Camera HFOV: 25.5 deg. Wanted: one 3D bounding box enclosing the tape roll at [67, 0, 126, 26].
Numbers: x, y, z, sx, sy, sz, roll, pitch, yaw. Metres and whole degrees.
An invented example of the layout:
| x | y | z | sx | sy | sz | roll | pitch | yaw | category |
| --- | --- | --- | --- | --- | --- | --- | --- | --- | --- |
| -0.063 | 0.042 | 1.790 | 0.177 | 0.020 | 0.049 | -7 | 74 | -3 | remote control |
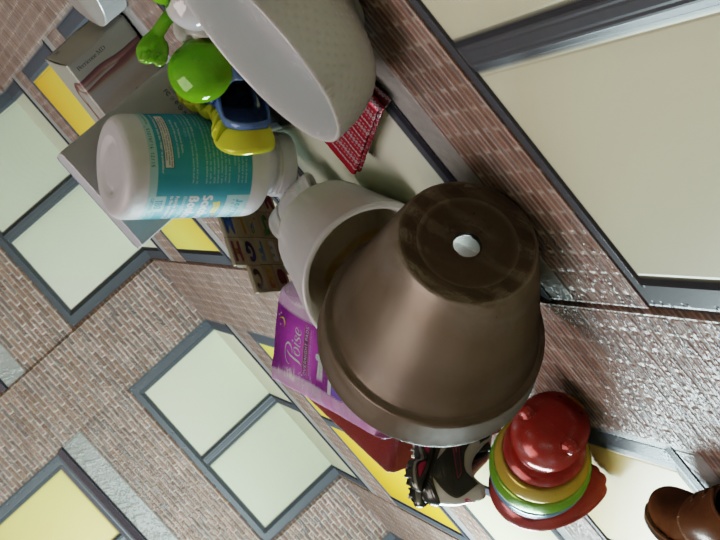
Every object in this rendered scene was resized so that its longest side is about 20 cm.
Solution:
| x | y | z | sx | sy | sz | roll | pitch | yaw | category |
| --- | --- | --- | --- | --- | --- | --- | --- | --- | --- |
| -0.354 | -0.377 | 1.876 | 0.203 | 0.037 | 0.203 | 46 | 169 | 12 | tape roll |

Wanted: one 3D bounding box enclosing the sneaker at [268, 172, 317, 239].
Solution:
| x | y | z | sx | sy | sz | roll | pitch | yaw | category |
| --- | --- | --- | --- | --- | --- | --- | --- | --- | --- |
| 0.001 | -0.027 | 1.687 | 0.200 | 0.075 | 0.089 | 34 | 124 | -1 | sneaker |

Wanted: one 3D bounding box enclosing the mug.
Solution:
| x | y | z | sx | sy | sz | roll | pitch | yaw | category |
| --- | --- | --- | --- | --- | --- | --- | --- | --- | --- |
| -0.008 | -0.002 | 1.581 | 0.153 | 0.149 | 0.187 | -137 | 33 | -60 | mug |

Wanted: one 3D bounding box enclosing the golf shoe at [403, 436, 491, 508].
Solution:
| x | y | z | sx | sy | sz | roll | pitch | yaw | category |
| --- | --- | --- | --- | --- | --- | --- | --- | --- | --- |
| 0.108 | 0.175 | 1.749 | 0.088 | 0.201 | 0.077 | 3 | 143 | 15 | golf shoe |

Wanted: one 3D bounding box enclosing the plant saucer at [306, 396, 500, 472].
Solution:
| x | y | z | sx | sy | sz | roll | pitch | yaw | category |
| --- | --- | --- | --- | --- | --- | --- | --- | --- | --- |
| 0.042 | 0.142 | 1.882 | 0.200 | 0.200 | 0.037 | 40 | 127 | 32 | plant saucer |

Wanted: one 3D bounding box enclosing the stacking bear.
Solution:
| x | y | z | sx | sy | sz | roll | pitch | yaw | category |
| --- | --- | --- | --- | --- | --- | --- | --- | --- | --- |
| 0.186 | 0.184 | 1.605 | 0.121 | 0.114 | 0.200 | 43 | 163 | 19 | stacking bear |

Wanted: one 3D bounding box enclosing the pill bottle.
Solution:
| x | y | z | sx | sy | sz | roll | pitch | yaw | category |
| --- | --- | --- | --- | --- | --- | --- | --- | --- | --- |
| -0.170 | -0.111 | 1.683 | 0.111 | 0.199 | 0.111 | 12 | 104 | 63 | pill bottle |

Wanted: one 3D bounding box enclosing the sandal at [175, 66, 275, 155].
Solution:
| x | y | z | sx | sy | sz | roll | pitch | yaw | category |
| --- | --- | --- | --- | --- | --- | --- | --- | --- | --- |
| -0.135 | -0.192 | 1.637 | 0.200 | 0.079 | 0.087 | 44 | 134 | 52 | sandal |

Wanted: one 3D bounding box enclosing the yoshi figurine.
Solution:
| x | y | z | sx | sy | sz | roll | pitch | yaw | category |
| --- | --- | --- | --- | --- | --- | --- | --- | --- | --- |
| -0.150 | -0.220 | 1.459 | 0.112 | 0.112 | 0.200 | 44 | 170 | 18 | yoshi figurine |

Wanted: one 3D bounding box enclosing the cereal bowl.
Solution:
| x | y | z | sx | sy | sz | roll | pitch | yaw | category |
| --- | --- | --- | --- | --- | --- | --- | --- | --- | --- |
| -0.057 | -0.201 | 1.251 | 0.200 | 0.083 | 0.200 | 46 | 168 | 12 | cereal bowl |

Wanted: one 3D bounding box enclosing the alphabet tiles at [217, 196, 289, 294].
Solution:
| x | y | z | sx | sy | sz | roll | pitch | yaw | category |
| --- | --- | --- | --- | --- | --- | --- | --- | --- | --- |
| -0.131 | -0.068 | 1.846 | 0.166 | 0.006 | 0.201 | 1 | -110 | -70 | alphabet tiles |

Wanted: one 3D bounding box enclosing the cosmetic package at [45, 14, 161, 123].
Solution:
| x | y | z | sx | sy | sz | roll | pitch | yaw | category |
| --- | --- | --- | --- | --- | --- | --- | --- | --- | --- |
| -0.290 | -0.218 | 2.007 | 0.200 | 0.103 | 0.087 | 52 | 166 | -29 | cosmetic package |

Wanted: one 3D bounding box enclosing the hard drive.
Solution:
| x | y | z | sx | sy | sz | roll | pitch | yaw | category |
| --- | --- | --- | --- | --- | --- | --- | --- | --- | --- |
| -0.215 | -0.138 | 1.748 | 0.132 | 0.200 | 0.025 | 49 | 156 | -6 | hard drive |

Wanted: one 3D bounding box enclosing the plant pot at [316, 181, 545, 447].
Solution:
| x | y | z | sx | sy | sz | roll | pitch | yaw | category |
| --- | --- | --- | --- | --- | --- | --- | --- | --- | --- |
| 0.072 | 0.022 | 1.325 | 0.200 | 0.200 | 0.174 | 44 | 152 | 15 | plant pot |

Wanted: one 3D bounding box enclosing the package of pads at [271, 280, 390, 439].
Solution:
| x | y | z | sx | sy | sz | roll | pitch | yaw | category |
| --- | --- | --- | --- | --- | --- | --- | --- | --- | --- |
| -0.013 | 0.093 | 1.745 | 0.200 | 0.075 | 0.121 | 25 | 115 | 47 | package of pads |

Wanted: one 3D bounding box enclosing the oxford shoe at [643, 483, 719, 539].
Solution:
| x | y | z | sx | sy | sz | roll | pitch | yaw | category |
| --- | --- | --- | --- | --- | --- | --- | --- | --- | --- |
| 0.310 | 0.213 | 1.384 | 0.200 | 0.071 | 0.072 | -161 | 58 | -68 | oxford shoe |

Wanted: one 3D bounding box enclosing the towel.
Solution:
| x | y | z | sx | sy | sz | roll | pitch | yaw | category |
| --- | --- | --- | --- | --- | --- | --- | --- | --- | --- |
| -0.034 | -0.169 | 1.432 | 0.145 | 0.022 | 0.200 | 49 | 167 | 5 | towel |
